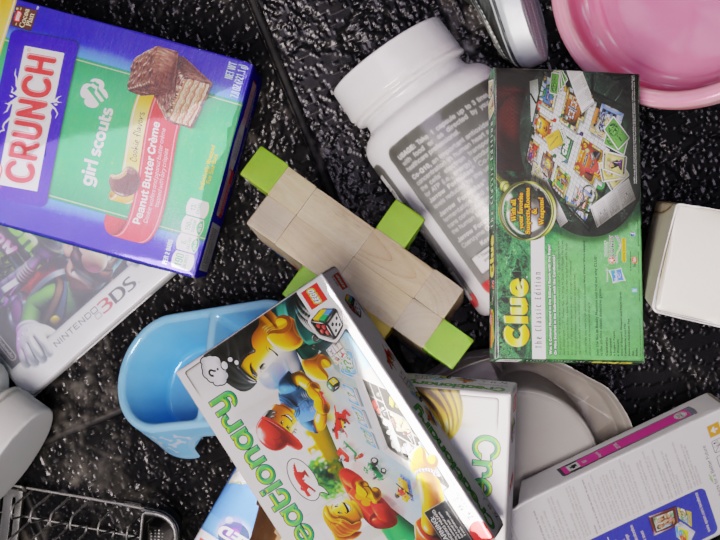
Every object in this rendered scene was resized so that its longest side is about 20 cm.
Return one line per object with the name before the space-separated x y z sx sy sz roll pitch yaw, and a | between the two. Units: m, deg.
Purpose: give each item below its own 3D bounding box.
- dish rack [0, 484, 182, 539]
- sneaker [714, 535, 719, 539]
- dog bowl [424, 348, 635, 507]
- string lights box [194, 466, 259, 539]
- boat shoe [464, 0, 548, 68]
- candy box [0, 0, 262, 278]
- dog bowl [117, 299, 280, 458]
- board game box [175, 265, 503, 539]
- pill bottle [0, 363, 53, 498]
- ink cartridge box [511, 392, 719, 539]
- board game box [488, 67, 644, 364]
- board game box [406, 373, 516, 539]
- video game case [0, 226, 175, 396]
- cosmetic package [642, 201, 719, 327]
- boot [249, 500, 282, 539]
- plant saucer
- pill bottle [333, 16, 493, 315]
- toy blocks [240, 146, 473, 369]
dish rack | -0.243 0.249 1.085 0.200 0.055 0.154 8 94 8
sneaker | 0.281 0.223 0.982 0.200 0.090 0.067 -35 88 10
dog bowl | 0.102 0.148 0.992 0.200 0.059 0.200 -3 103 -11
string lights box | -0.042 0.162 1.044 0.103 0.059 0.200 30 98 3
boat shoe | 0.077 -0.234 1.002 0.071 0.072 0.200 -25 80 18
candy box | -0.194 -0.100 1.023 0.200 0.077 0.169 15 88 2
dog bowl | -0.101 0.078 1.007 0.200 0.050 0.112 -9 65 34
board game box | -0.015 0.114 0.875 0.126 0.035 0.200 -34 88 19
pill bottle | -0.351 0.095 1.058 0.200 0.114 0.114 32 98 7
ink cartridge box | 0.184 0.173 0.966 0.200 0.037 0.095 -25 109 -8
board game box | 0.139 -0.037 0.916 0.105 0.023 0.200 3 81 -9
board game box | 0.038 0.171 0.914 0.126 0.035 0.200 3 99 15
video game case | -0.263 -0.030 1.084 0.182 0.023 0.200 -40 87 9
cosmetic package | 0.249 -0.003 0.916 0.103 0.200 0.073 12 94 7
boot | -0.029 0.202 0.990 0.107 0.075 0.200 25 92 -17
plant saucer | 0.235 -0.211 0.953 0.200 0.051 0.201 -3 85 32
pill bottle | 0.077 -0.078 0.982 0.114 0.114 0.200 -36 88 9
toy blocks | 0.000 0.000 0.993 0.200 0.137 0.100 35 86 8
